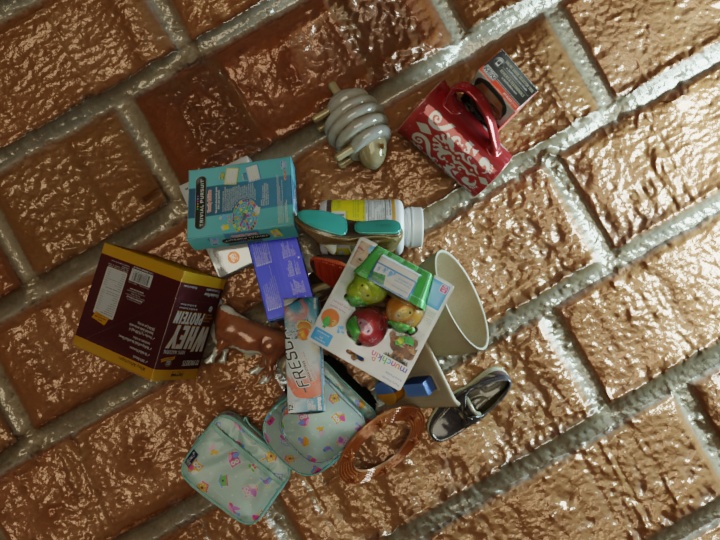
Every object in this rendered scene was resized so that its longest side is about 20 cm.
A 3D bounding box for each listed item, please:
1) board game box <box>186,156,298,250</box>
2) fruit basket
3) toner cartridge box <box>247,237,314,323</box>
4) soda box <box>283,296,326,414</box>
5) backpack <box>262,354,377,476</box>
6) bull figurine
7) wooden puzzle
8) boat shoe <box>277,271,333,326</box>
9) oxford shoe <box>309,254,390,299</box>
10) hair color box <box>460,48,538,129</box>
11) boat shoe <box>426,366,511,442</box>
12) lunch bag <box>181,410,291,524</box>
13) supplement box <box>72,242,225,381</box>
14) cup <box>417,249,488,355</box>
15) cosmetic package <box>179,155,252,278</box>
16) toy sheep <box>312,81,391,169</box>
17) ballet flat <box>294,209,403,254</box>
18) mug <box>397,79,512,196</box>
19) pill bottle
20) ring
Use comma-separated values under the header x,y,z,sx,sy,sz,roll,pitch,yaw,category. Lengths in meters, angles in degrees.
x,y,z,sx,sy,sz,roll,pitch,yaw,category
-0.220,-0.126,1.171,0.198,0.047,0.152,-7,64,3,board game box
0.032,0.069,1.053,0.184,0.094,0.201,29,81,10,fruit basket
-0.154,-0.010,1.189,0.094,0.043,0.201,-16,81,0,toner cartridge box
-0.098,0.150,1.102,0.063,0.068,0.202,-4,77,0,soda box
-0.085,0.287,1.194,0.176,0.153,0.200,44,98,-2,backpack
-0.239,0.138,1.238,0.199,0.065,0.122,22,93,3,bull figurine
0.070,0.186,1.172,0.046,0.185,0.201,-40,105,-40,wooden puzzle
-0.084,0.049,1.246,0.199,0.072,0.072,-28,118,-7,boat shoe
0.000,0.000,1.176,0.199,0.072,0.073,15,46,20,oxford shoe
0.251,-0.323,1.178,0.061,0.200,0.102,-41,88,-5,hair color box
0.215,0.266,1.234,0.200,0.065,0.072,-37,91,0,boat shoe
-0.240,0.379,1.225,0.200,0.077,0.161,38,89,1,lunch bag
-0.393,0.079,1.174,0.196,0.133,0.201,17,89,22,supplement box
0.134,0.082,1.191,0.143,0.200,0.201,-27,89,24,cup
-0.250,-0.105,1.250,0.150,0.052,0.201,-24,89,2,cosmetic package
-0.014,-0.284,1.217,0.137,0.138,0.201,-30,82,-1,toy sheep
-0.022,-0.062,1.143,0.198,0.068,0.073,4,131,-6,ballet flat
0.188,-0.250,1.196,0.200,0.178,0.133,44,87,-4,mug
0.020,-0.083,1.220,0.198,0.109,0.110,0,89,0,pill bottle
0.045,0.335,1.183,0.200,0.201,0.019,-43,51,-1,ring
